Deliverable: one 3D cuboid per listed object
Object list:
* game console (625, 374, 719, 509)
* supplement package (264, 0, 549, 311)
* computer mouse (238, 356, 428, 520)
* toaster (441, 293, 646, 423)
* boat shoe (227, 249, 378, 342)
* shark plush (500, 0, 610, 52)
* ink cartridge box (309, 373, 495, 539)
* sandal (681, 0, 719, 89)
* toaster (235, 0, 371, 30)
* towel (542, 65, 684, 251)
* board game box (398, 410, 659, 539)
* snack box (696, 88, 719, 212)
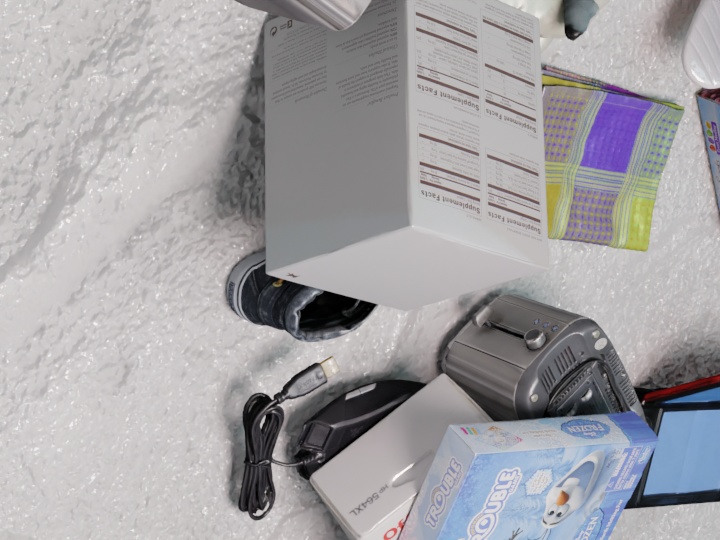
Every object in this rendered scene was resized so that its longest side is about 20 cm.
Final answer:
[{"bbox_3d":[0.348,0.159,2.029,0.200,0.119,0.173,2,106,-40],"label":"game console"},{"bbox_3d":[0.033,-0.093,1.584,0.150,0.152,0.200,16,66,-43],"label":"supplement package"},{"bbox_3d":[-0.019,0.111,1.739,0.200,0.046,0.141,-22,136,-25],"label":"computer mouse"},{"bbox_3d":[0.157,0.110,1.840,0.114,0.129,0.200,-44,130,-17],"label":"toaster"},{"bbox_3d":[0.000,0.000,1.687,0.200,0.091,0.071,-28,124,-29],"label":"boat shoe"},{"bbox_3d":[0.181,-0.255,1.759,0.200,0.091,0.083,-41,99,-14],"label":"shark plush"},{"bbox_3d":[0.064,0.199,1.787,0.146,0.084,0.200,-37,140,-7],"label":"ink cartridge box"},{"bbox_3d":[0.326,-0.241,1.887,0.079,0.059,0.207,41,67,-13],"label":"sandal"},{"bbox_3d":[-0.040,-0.275,1.469,0.119,0.200,0.181,33,84,-34],"label":"toaster"},{"bbox_3d":[0.200,-0.092,1.867,0.200,0.023,0.144,10,100,-42],"label":"towel"},{"bbox_3d":[0.123,0.209,1.742,0.199,0.043,0.200,-1,125,-36],"label":"board game box"},{"bbox_3d":[0.414,-0.133,2.001,0.200,0.068,0.169,-33,126,-25],"label":"snack box"}]
